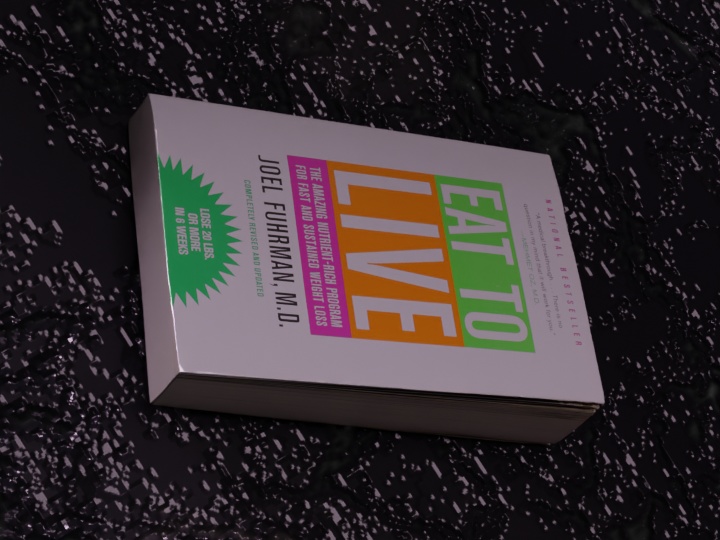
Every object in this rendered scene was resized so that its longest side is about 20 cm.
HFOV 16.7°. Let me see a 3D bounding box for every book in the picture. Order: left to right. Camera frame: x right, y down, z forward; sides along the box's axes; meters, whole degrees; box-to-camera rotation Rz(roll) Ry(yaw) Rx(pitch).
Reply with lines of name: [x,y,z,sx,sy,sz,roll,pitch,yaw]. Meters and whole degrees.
book: [0.000,0.000,1.066,0.199,0.048,0.134,6,61,-27]
